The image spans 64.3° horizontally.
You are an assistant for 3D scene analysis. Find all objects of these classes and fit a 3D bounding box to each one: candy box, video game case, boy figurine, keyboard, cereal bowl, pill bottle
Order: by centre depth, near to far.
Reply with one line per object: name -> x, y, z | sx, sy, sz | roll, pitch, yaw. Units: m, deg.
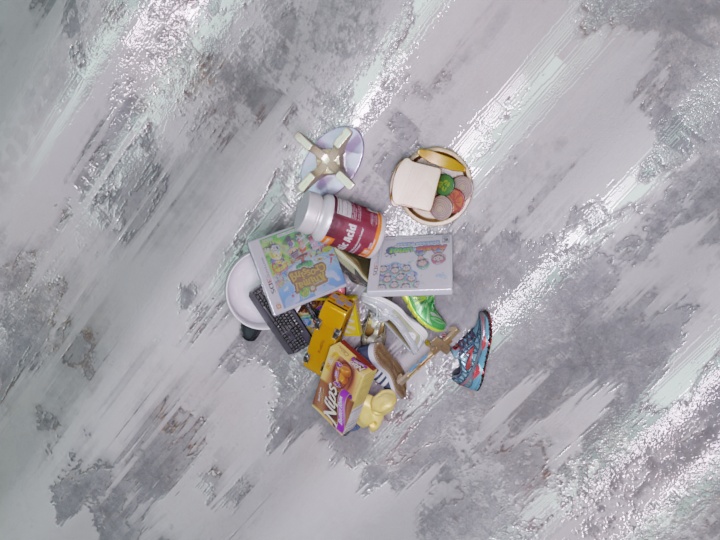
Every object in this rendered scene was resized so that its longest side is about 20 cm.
pill bottle -> -0.048, -0.110, 1.351 | 0.197, 0.114, 0.116 | 17, 103, -22
video game case -> 0.120, -0.014, 1.355 | 0.196, 0.184, 0.024 | -2, 135, 11
video game case -> -0.150, -0.013, 1.374 | 0.197, 0.022, 0.185 | -21, 92, -21
candy box -> -0.042, 0.284, 1.387 | 0.116, 0.056, 0.203 | 37, 125, 27
keyboard -> -0.172, 0.100, 1.401 | 0.126, 0.021, 0.202 | -37, 113, -13
cereal bowl -> -0.240, 0.041, 1.416 | 0.196, 0.083, 0.204 | -4, 100, -22
boy figurine -> 0.011, 0.349, 1.445 | 0.199, 0.064, 0.125 | -36, 89, 37
candy box -> -0.092, 0.114, 1.455 | 0.196, 0.026, 0.104 | -1, 111, 25

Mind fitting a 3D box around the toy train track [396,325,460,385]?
toy train track -> 0.162, 0.204, 1.414 | 0.200, 0.115, 0.033 | -44, 54, 6

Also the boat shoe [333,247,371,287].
boat shoe -> -0.001, 0.000, 1.420 | 0.200, 0.071, 0.067 | 41, 133, 18

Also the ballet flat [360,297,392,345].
ballet flat -> 0.036, 0.139, 1.438 | 0.067, 0.075, 0.204 | 13, 101, 7

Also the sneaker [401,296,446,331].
sneaker -> 0.152, 0.063, 1.404 | 0.083, 0.074, 0.201 | -35, 91, 18

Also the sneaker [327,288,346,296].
sneaker -> -0.116, 0.001, 1.439 | 0.073, 0.087, 0.201 | -39, 91, 14

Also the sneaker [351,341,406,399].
sneaker -> 0.037, 0.254, 1.441 | 0.107, 0.071, 0.201 | -11, 130, 28

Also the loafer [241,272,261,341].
loafer -> -0.281, 0.090, 1.494 | 0.067, 0.070, 0.204 | 15, 101, 11

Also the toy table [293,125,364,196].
toy table -> -0.077, -0.259, 1.376 | 0.182, 0.117, 0.202 | 31, 102, 4

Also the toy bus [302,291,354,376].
toy bus -> -0.079, 0.159, 1.406 | 0.064, 0.078, 0.203 | 26, 120, 11

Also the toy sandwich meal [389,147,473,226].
toy sandwich meal -> 0.168, -0.200, 1.360 | 0.201, 0.070, 0.210 | 2, 99, 11

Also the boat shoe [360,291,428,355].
boat shoe -> 0.076, 0.122, 1.369 | 0.201, 0.074, 0.065 | 39, 75, -21

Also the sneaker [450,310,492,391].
sneaker -> 0.267, 0.193, 1.400 | 0.094, 0.079, 0.204 | 11, 101, 11
